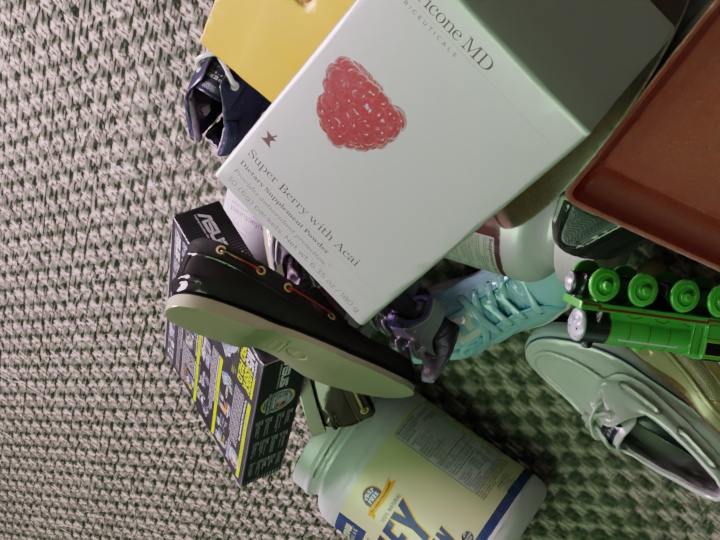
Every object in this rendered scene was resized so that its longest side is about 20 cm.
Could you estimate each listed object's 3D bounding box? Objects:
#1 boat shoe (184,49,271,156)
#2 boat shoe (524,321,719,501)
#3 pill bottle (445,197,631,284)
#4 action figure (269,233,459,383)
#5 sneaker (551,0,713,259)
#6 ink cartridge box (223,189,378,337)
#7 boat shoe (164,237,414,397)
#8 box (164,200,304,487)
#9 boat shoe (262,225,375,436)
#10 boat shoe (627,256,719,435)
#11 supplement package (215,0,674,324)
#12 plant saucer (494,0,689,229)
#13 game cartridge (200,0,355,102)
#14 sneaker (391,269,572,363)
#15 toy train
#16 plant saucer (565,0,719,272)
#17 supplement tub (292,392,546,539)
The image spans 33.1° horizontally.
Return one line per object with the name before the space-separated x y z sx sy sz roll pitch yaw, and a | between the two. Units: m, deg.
boat shoe | -0.090 -0.180 0.961 0.074 0.093 0.201 27 136 20
boat shoe | 0.213 0.111 0.963 0.199 0.065 0.074 27 140 20
pill bottle | 0.099 -0.055 0.894 0.199 0.110 0.110 18 132 28
action figure | 0.000 0.000 0.902 0.130 0.070 0.200 22 163 48
sneaker | 0.186 -0.107 0.780 0.075 0.116 0.200 22 125 -17
ink cartridge box | -0.054 0.003 1.084 0.145 0.084 0.201 32 137 13
boat shoe | -0.042 0.038 0.879 0.200 0.063 0.074 25 153 -20
box | -0.110 0.066 1.023 0.161 0.044 0.201 55 151 27
boat shoe | -0.035 0.037 0.989 0.059 0.072 0.201 -13 106 -2
boat shoe | 0.262 0.070 0.885 0.200 0.071 0.065 40 106 -19
supplement package | 0.038 -0.086 0.628 0.121 0.120 0.200 45 137 -2
plant saucer | 0.131 -0.118 0.749 0.032 0.201 0.200 31 139 -8
game cartridge | 0.009 -0.140 0.720 0.200 0.032 0.177 39 138 4
sneaker | 0.102 0.037 0.986 0.074 0.082 0.200 50 139 -7
toy train | 0.226 0.033 0.826 0.042 0.198 0.057 -144 63 -71
plant saucer | 0.249 -0.077 0.683 0.199 0.037 0.200 23 135 -10
supplement tub | 0.053 0.200 1.108 0.199 0.145 0.145 34 137 13
